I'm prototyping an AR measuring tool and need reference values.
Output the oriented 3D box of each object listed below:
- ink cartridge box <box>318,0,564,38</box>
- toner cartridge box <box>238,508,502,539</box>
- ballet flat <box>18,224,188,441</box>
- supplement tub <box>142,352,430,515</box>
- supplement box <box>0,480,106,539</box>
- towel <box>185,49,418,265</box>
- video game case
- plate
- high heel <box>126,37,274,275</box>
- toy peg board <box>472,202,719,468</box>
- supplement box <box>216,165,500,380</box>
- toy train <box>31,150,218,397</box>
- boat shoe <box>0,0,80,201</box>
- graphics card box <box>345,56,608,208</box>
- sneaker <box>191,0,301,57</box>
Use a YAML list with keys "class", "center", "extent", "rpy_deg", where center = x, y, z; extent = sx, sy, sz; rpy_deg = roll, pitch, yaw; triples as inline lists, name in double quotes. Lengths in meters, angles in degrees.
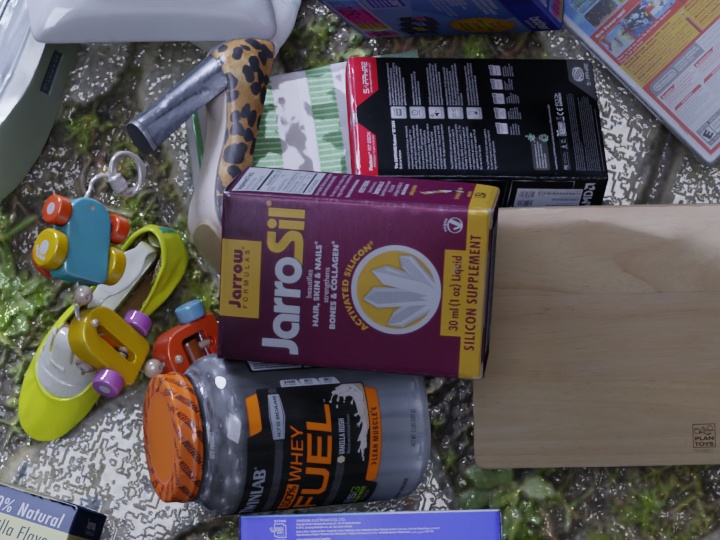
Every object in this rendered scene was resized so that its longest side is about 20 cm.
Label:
- class: "ink cartridge box"
  center: [0.079, -0.235, 1.680]
  extent: [0.199, 0.136, 0.077]
  rpy_deg: [-2, 81, 20]
- class: "toner cartridge box"
  center: [0.009, 0.209, 1.654]
  extent: [0.199, 0.095, 0.043]
  rpy_deg: [-2, 81, 2]
- class: "ballet flat"
  center: [-0.211, 0.044, 1.705]
  extent: [0.067, 0.067, 0.200]
  rpy_deg: [36, 84, 14]
- class: "supplement tub"
  center: [-0.057, 0.120, 1.628]
  extent: [0.199, 0.122, 0.123]
  rpy_deg: [-4, 79, -22]
- class: "supplement box"
  center: [-0.325, 0.251, 1.641]
  extent: [0.199, 0.134, 0.201]
  rpy_deg: [16, 82, 5]
- class: "towel"
  center: [-0.039, -0.091, 1.744]
  extent: [0.199, 0.023, 0.153]
  rpy_deg: [-10, 79, 1]
- class: "video game case"
  center: [0.259, -0.200, 1.724]
  extent: [0.143, 0.017, 0.200]
  rpy_deg: [-43, 79, -6]
- class: "plate"
  center: [-0.173, -0.271, 1.711]
  extent: [0.199, 0.032, 0.200]
  rpy_deg: [-2, 61, -19]
- class: "high heel"
  center: [-0.080, -0.078, 1.695]
  extent: [0.142, 0.071, 0.200]
  rpy_deg: [-42, 113, -24]
- class: "toy peg board"
  center: [0.187, 0.047, 1.688]
  extent: [0.199, 0.098, 0.200]
  rpy_deg: [-1, 96, 4]
- class: "supplement box"
  center: [0.000, 0.000, 1.593]
  extent: [0.199, 0.103, 0.132]
  rpy_deg: [3, 103, 6]
- class: "toy train"
  center: [-0.181, 0.018, 1.655]
  extent: [0.150, 0.055, 0.201]
  rpy_deg: [-37, 107, -45]
- class: "boat shoe"
  center: [-0.287, -0.151, 1.750]
  extent: [0.071, 0.070, 0.202]
  rpy_deg: [19, 82, 25]
- class: "graphics card box"
  center: [0.090, -0.107, 1.693]
  extent: [0.199, 0.051, 0.126]
  rpy_deg: [-1, 54, -5]
- class: "sneaker"
  center: [-0.142, -0.242, 1.760]
  extent: [0.199, 0.075, 0.089]
  rpy_deg: [30, 69, 3]
